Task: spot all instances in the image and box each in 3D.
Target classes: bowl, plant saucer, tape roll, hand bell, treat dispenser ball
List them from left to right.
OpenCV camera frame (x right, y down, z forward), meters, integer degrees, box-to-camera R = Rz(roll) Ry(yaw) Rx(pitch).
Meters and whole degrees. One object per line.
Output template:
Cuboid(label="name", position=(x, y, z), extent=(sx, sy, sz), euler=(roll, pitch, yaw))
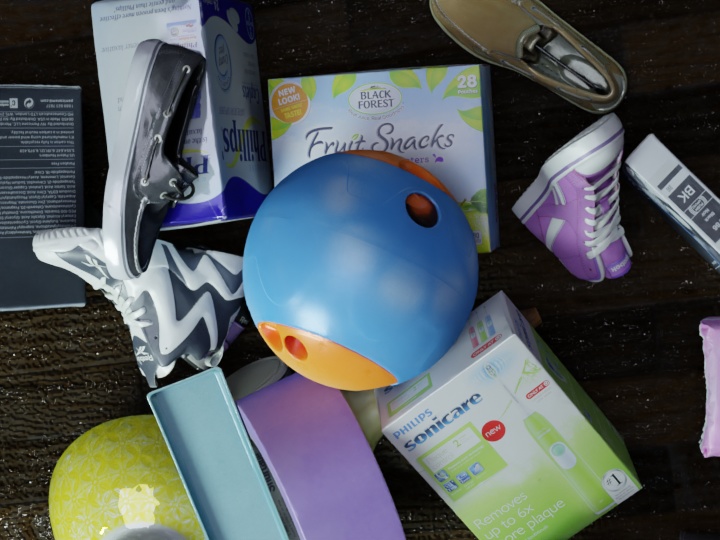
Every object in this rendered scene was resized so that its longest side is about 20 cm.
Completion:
Cuboid(label="bowl", position=(-0.191, 0.243, 1.639), extent=(0.198, 0.108, 0.202), euler=(0, 122, 0))
Cuboid(label="plant saucer", position=(-0.121, 0.182, 1.582), extent=(0.069, 0.019, 0.202), euler=(-21, 108, -1))
Cuboid(label="tape roll", position=(-0.035, 0.191, 1.588), extent=(0.084, 0.200, 0.202), euler=(-23, 88, -10))
Cuboid(label="treat dispenser ball", position=(0.000, 0.000, 1.511), extent=(0.198, 0.201, 0.204), euler=(1, 94, 13))
Cuboid(label="hand bell", position=(0.073, 0.084, 1.636), extent=(0.198, 0.104, 0.105), euler=(-25, 88, 0))

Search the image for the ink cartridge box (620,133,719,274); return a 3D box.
Cuboid(label="ink cartridge box", position=(0.308, -0.032, 1.552), extent=(0.200, 0.099, 0.039), euler=(44, 90, 8))

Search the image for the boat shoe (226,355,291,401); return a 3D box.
Cuboid(label="boat shoe", position=(-0.131, 0.158, 1.694), extent=(0.200, 0.073, 0.063), euler=(-40, 110, 13))

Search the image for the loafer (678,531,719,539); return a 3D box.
Cuboid(label="loafer", position=(0.305, 0.261, 1.587), extent=(0.199, 0.073, 0.073), euler=(-39, 81, 12))

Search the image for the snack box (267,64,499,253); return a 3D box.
Cuboid(label="snack box", position=(0.022, -0.097, 1.631), extent=(0.198, 0.068, 0.171), euler=(-2, 95, 12))

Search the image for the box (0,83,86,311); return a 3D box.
Cuboid(label="box", position=(-0.329, -0.068, 1.661), extent=(0.106, 0.148, 0.203), euler=(-3, 93, -30))

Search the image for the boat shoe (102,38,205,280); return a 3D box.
Cuboid(label="boat shoe", position=(-0.165, -0.089, 1.493), extent=(0.065, 0.070, 0.202), euler=(10, 89, 14))

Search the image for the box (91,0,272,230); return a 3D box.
Cuboid(label="box", position=(-0.155, -0.141, 1.612), extent=(0.104, 0.184, 0.203), euler=(-6, 93, 12))

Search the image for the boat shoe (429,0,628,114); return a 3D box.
Cuboid(label="boat shoe", position=(0.147, -0.207, 1.591), extent=(0.199, 0.076, 0.072), euler=(28, 99, 10))

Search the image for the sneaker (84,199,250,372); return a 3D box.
Cuboid(label="sneaker", position=(-0.186, -0.006, 1.693), extent=(0.088, 0.076, 0.200), euler=(-44, 90, 1))

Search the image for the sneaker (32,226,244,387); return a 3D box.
Cuboid(label="sneaker", position=(-0.202, 0.035, 1.604), extent=(0.197, 0.079, 0.131), euler=(11, 86, -27))

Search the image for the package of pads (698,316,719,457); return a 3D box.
Cuboid(label="package of pads", position=(0.392, 0.101, 1.554), extent=(0.198, 0.076, 0.122), euler=(0, 96, 13))

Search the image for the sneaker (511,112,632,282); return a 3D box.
Cuboid(label="sneaker", position=(0.205, -0.056, 1.536), extent=(0.072, 0.201, 0.115), euler=(-35, 81, -17))

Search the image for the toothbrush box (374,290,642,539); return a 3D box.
Cuboid(label="toothbrush box", position=(0.128, 0.144, 1.571), extent=(0.145, 0.086, 0.200), euler=(-35, 113, 12))
